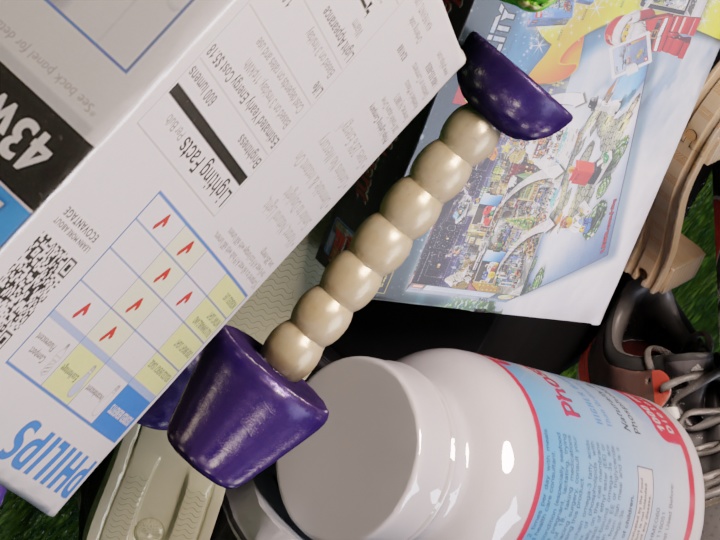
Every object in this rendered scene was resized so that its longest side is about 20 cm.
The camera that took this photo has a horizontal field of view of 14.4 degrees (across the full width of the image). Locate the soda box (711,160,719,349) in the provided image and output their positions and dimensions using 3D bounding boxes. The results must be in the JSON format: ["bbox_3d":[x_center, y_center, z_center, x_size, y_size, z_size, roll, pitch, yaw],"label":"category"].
[{"bbox_3d":[0.213,-0.030,1.375,0.200,0.063,0.071,-85,-163,-46],"label":"soda box"}]

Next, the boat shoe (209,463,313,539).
[{"bbox_3d":[-0.053,0.125,1.300,0.068,0.074,0.199,-51,-159,5],"label":"boat shoe"}]

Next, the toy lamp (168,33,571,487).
[{"bbox_3d":[0.000,0.000,1.118,0.200,0.058,0.058,-48,164,5],"label":"toy lamp"}]

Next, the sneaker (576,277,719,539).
[{"bbox_3d":[0.154,0.081,1.362,0.077,0.200,0.082,-8,135,-17],"label":"sneaker"}]

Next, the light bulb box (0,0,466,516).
[{"bbox_3d":[-0.088,-0.054,0.827,0.200,0.125,0.198,-47,164,-4],"label":"light bulb box"}]

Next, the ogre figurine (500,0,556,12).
[{"bbox_3d":[0.026,-0.126,1.033,0.200,0.098,0.120,-31,179,-7],"label":"ogre figurine"}]

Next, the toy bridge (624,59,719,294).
[{"bbox_3d":[0.170,-0.069,1.320,0.067,0.027,0.200,-25,148,-48],"label":"toy bridge"}]

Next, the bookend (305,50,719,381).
[{"bbox_3d":[0.078,-0.032,1.366,0.200,0.092,0.199,-27,151,-49],"label":"bookend"}]

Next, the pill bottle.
[{"bbox_3d":[0.059,0.095,1.275,0.200,0.109,0.109,16,115,-48],"label":"pill bottle"}]

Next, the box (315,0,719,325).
[{"bbox_3d":[0.077,-0.077,1.188,0.136,0.038,0.200,7,114,-36],"label":"box"}]

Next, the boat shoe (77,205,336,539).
[{"bbox_3d":[-0.068,0.045,1.238,0.200,0.072,0.068,-61,-163,15],"label":"boat shoe"}]

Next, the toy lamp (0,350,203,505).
[{"bbox_3d":[-0.129,0.062,1.102,0.058,0.058,0.200,-57,162,25],"label":"toy lamp"}]
